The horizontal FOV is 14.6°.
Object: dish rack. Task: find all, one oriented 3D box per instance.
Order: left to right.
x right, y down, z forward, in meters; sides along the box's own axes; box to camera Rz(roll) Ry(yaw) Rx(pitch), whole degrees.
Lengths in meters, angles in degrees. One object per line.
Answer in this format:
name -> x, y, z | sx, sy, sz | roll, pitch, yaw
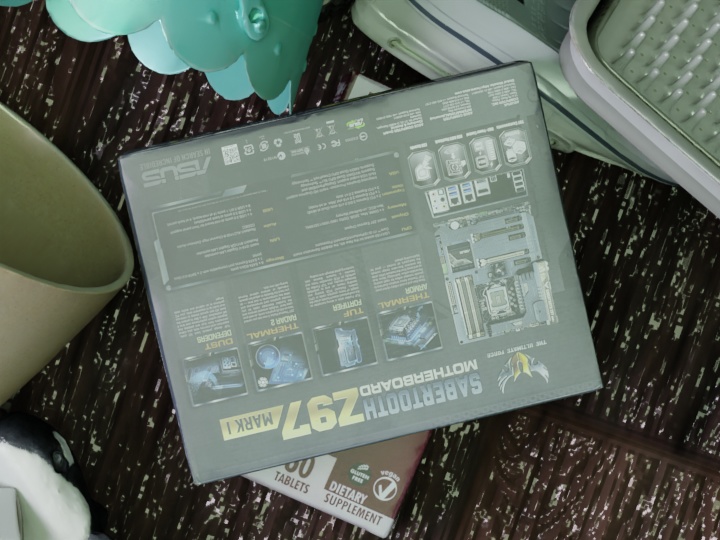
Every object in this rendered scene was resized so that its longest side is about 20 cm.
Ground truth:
dish rack -> 0.187, -0.083, 1.353 | 0.200, 0.044, 0.172 | 40, 46, -6

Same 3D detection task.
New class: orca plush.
orca plush -> -0.129, 0.143, 1.357 | 0.105, 0.071, 0.201 | -14, 115, 39

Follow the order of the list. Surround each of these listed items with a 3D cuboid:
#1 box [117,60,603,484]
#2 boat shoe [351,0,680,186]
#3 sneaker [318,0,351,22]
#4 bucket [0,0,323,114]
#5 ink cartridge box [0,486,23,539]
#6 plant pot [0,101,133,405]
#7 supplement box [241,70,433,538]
box -> 0.000, 0.000, 1.307 | 0.199, 0.051, 0.159 | -14, 95, -1
boat shoe -> 0.085, -0.097, 1.372 | 0.200, 0.074, 0.067 | 36, 128, -18
sneaker -> -0.002, -0.218, 1.356 | 0.090, 0.070, 0.201 | 29, 84, -1
bucket -> -0.100, -0.168, 1.260 | 0.206, 0.207, 0.136 | 21, 90, -6
ink cartridge box -> -0.261, 0.127, 1.272 | 0.199, 0.095, 0.037 | 9, 51, -26
plant pot -> -0.235, 0.024, 1.300 | 0.187, 0.187, 0.200 | 35, 108, -6
supplement box -> 0.003, 0.016, 1.367 | 0.108, 0.061, 0.201 | 23, 90, -4
